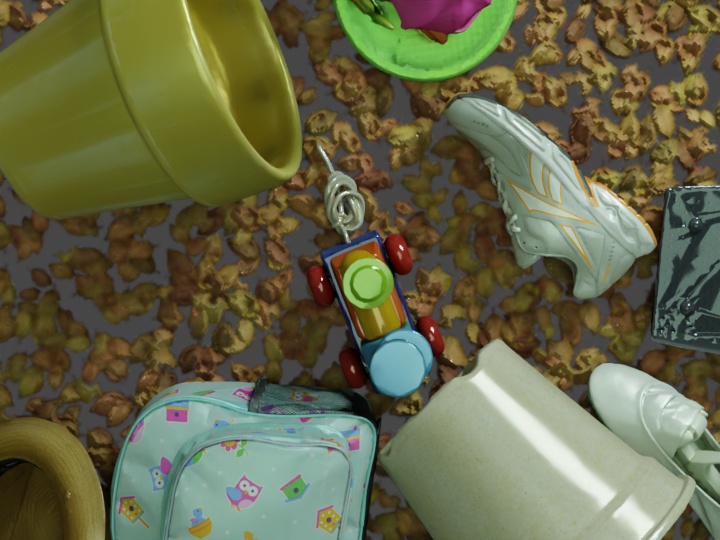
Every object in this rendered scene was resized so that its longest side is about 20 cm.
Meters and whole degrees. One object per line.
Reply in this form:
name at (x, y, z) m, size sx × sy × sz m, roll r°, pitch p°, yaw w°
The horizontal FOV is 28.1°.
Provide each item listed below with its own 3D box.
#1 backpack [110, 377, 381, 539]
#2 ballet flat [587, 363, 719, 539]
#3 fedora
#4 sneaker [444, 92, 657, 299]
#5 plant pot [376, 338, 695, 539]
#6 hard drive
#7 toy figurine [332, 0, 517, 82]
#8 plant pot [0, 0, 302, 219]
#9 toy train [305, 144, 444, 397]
backpack at (-0.093, 0.174, 1.094) m, size 0.198 × 0.153 × 0.178 m, roll 9°, pitch 99°, yaw 4°
ballet flat at (0.265, 0.143, 1.141) m, size 0.069 × 0.069 × 0.200 m, roll -42°, pitch 96°, yaw 1°
fedora at (-0.250, 0.216, 1.105) m, size 0.199 × 0.082 × 0.203 m, roll -8°, pitch 75°, yaw 30°
sneaker at (0.134, -0.055, 1.124) m, size 0.200 × 0.076 × 0.092 m, roll 40°, pitch 96°, yaw -3°
plant pot at (0.118, 0.162, 1.092) m, size 0.200 × 0.200 × 0.184 m, roll -44°, pitch 83°, yaw 1°
hard drive at (0.332, 0.003, 1.148) m, size 0.198 × 0.042 × 0.136 m, roll 5°, pitch 94°, yaw -3°
toy figurine at (0.034, -0.235, 1.050) m, size 0.200 × 0.184 × 0.151 m, roll 38°, pitch 92°, yaw -4°
plant pot at (-0.167, -0.130, 1.054) m, size 0.187 × 0.201 × 0.202 m, roll -19°, pitch 95°, yaw 15°
toy train at (0.000, 0.000, 1.099) m, size 0.084 × 0.116 × 0.202 m, roll -21°, pitch 95°, yaw -1°
